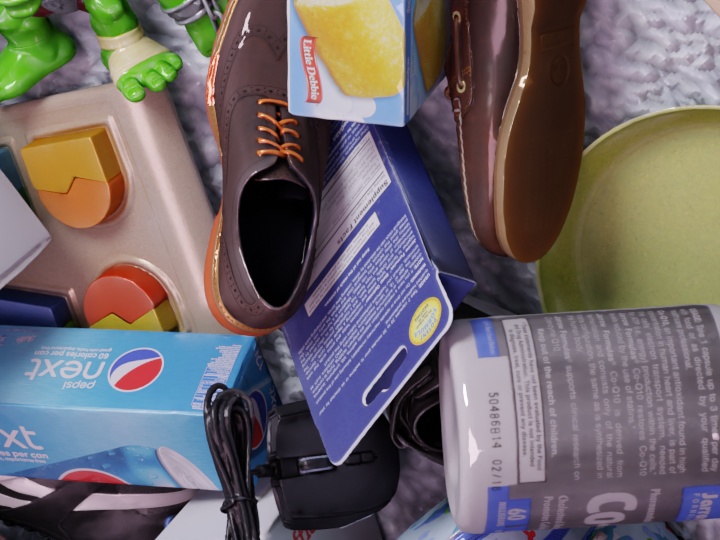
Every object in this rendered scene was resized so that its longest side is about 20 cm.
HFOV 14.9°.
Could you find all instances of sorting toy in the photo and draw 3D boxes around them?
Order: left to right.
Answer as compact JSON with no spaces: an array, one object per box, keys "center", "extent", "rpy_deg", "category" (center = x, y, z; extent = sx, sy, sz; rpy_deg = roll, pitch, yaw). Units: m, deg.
[{"center":[-0.175,-0.009,1.613],"extent":[0.199,0.036,0.186],"rpy_deg":[-11,108,29],"category":"sorting toy"}]

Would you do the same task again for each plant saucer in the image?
[{"center":[0.195,0.001,1.498],"extent":[0.199,0.031,0.201],"rpy_deg":[8,114,17],"category":"plant saucer"}]

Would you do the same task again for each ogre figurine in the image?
[{"center":[-0.174,-0.158,1.529],"extent":[0.199,0.098,0.120],"rpy_deg":[7,133,34],"category":"ogre figurine"}]

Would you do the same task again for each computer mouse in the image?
[{"center":[-0.018,0.134,1.522],"extent":[0.046,0.200,0.141],"rpy_deg":[-11,79,25],"category":"computer mouse"}]

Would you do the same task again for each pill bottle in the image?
[{"center":[0.145,0.076,1.437],"extent":[0.199,0.114,0.114],"rpy_deg":[-3,113,-3],"category":"pill bottle"}]

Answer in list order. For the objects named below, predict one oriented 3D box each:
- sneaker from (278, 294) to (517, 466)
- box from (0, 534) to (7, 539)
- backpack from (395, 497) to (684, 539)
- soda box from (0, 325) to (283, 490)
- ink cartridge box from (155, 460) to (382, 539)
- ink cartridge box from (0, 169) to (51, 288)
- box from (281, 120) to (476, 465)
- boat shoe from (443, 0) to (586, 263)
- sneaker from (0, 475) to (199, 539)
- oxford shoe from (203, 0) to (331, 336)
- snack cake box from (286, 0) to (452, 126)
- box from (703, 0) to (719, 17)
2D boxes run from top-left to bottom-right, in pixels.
[{"center":[0.017,0.048,1.542],"extent":[0.199,0.099,0.071],"rpy_deg":[20,119,12],"category":"sneaker"},{"center":[-0.245,0.271,1.663],"extent":[0.200,0.166,0.164],"rpy_deg":[38,148,1],"category":"box"},{"center":[0.077,0.200,1.528],"extent":[0.183,0.200,0.147],"rpy_deg":[-38,96,29],"category":"backpack"},{"center":[-0.150,0.078,1.588],"extent":[0.199,0.064,0.068],"rpy_deg":[2,137,23],"category":"soda box"},{"center":[-0.036,0.214,1.606],"extent":[0.084,0.146,0.201],"rpy_deg":[-10,108,24],"category":"ink cartridge box"},{"center":[-0.296,-0.022,1.599],"extent":[0.200,0.086,0.147],"rpy_deg":[-27,102,48],"category":"ink cartridge box"},{"center":[0.000,0.000,1.488],"extent":[0.032,0.200,0.121],"rpy_deg":[17,125,-33],"category":"box"},{"center":[0.079,-0.107,1.465],"extent":[0.070,0.070,0.201],"rpy_deg":[12,101,38],"category":"boat shoe"},{"center":[-0.188,0.151,1.673],"extent":[0.199,0.073,0.112],"rpy_deg":[-8,108,21],"category":"sneaker"},{"center":[-0.043,-0.067,1.476],"extent":[0.071,0.073,0.201],"rpy_deg":[2,83,-16],"category":"oxford shoe"},{"center":[0.009,-0.189,1.435],"extent":[0.067,0.115,0.201],"rpy_deg":[7,115,17],"category":"snack cake box"},{"center":[0.218,-0.165,1.375],"extent":[0.200,0.078,0.095],"rpy_deg":[46,121,7],"category":"box"}]
